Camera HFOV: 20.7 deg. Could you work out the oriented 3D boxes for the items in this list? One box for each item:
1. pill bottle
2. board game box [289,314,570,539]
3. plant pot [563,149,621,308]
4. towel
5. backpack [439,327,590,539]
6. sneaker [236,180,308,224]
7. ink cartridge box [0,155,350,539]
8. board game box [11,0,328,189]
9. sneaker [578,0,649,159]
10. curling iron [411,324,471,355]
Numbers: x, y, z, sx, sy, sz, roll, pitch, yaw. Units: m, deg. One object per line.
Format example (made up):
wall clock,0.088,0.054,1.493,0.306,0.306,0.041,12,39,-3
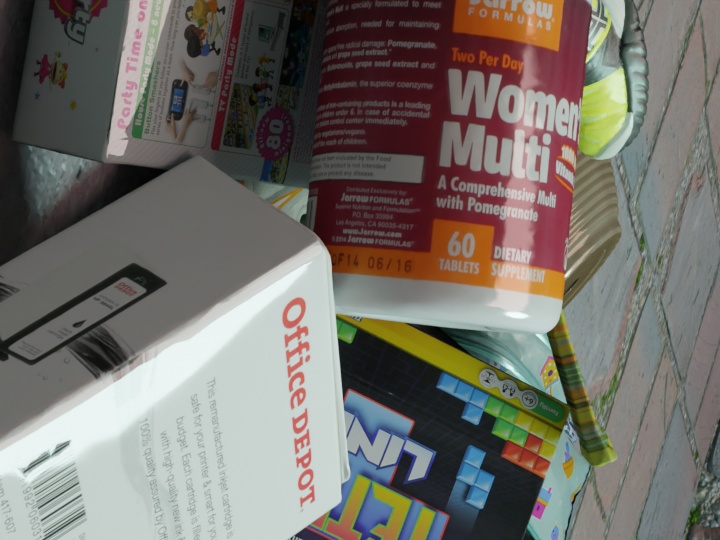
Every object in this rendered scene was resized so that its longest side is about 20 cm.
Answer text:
pill bottle,0.038,-0.079,0.803,0.109,0.108,0.202,13,82,-71
board game box,-0.014,0.102,0.984,0.167,0.198,0.057,-67,-173,-25
plant pot,0.102,-0.019,1.264,0.201,0.093,0.201,-45,167,-13
towel,0.098,0.002,1.020,0.086,0.018,0.202,36,38,-88
backpack,0.036,0.088,1.154,0.200,0.174,0.155,43,61,-58
sneaker,-0.067,0.012,0.902,0.201,0.091,0.076,-61,-175,-33
ink cartridge box,-0.107,0.070,0.762,0.199,0.084,0.147,-32,138,-30
board game box,-0.042,-0.112,0.843,0.199,0.064,0.149,6,96,-49
sneaker,0.092,-0.141,1.000,0.076,0.075,0.201,-28,122,-14
curling iron,0.000,0.000,1.020,0.200,0.025,0.050,40,46,-19
